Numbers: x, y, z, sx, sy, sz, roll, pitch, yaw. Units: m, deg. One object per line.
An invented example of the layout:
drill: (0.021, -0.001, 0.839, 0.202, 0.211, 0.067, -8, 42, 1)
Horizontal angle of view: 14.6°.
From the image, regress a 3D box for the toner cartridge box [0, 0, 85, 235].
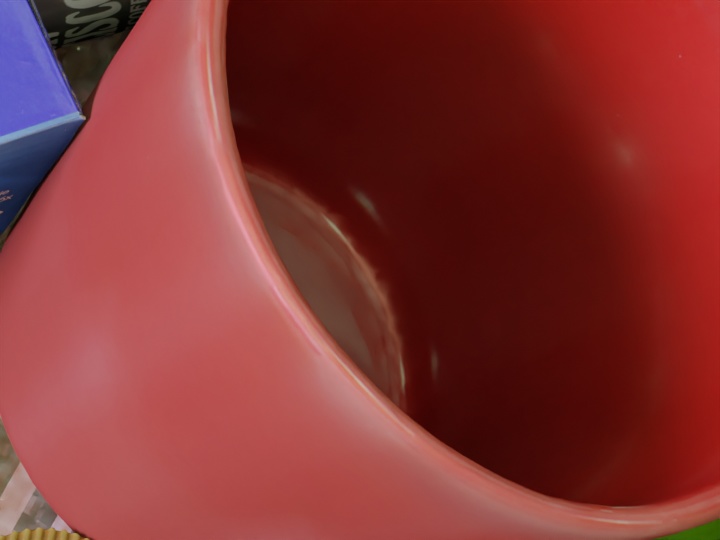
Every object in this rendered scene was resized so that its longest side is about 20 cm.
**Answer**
toner cartridge box: (-0.176, -0.010, 0.708, 0.200, 0.095, 0.043, -21, 78, -28)

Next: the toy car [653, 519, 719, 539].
toy car: (0.074, 0.133, 0.758, 0.164, 0.200, 0.158, -42, 91, -12)

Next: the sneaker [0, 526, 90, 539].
sneaker: (-0.074, 0.174, 0.774, 0.075, 0.090, 0.201, -8, 73, -20)

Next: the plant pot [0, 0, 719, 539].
plant pot: (0.000, 0.000, 0.753, 0.200, 0.177, 0.201, 15, 61, -30)

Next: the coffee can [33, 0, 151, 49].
coffee can: (-0.050, -0.147, 0.801, 0.199, 0.146, 0.147, -16, 85, -12)
